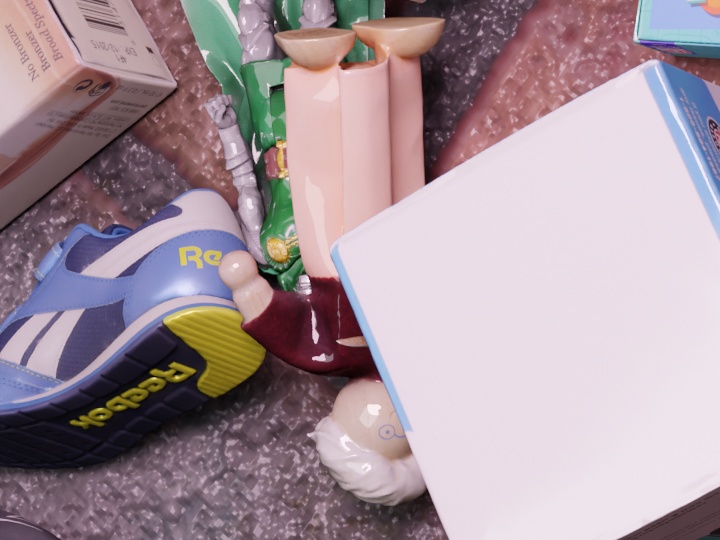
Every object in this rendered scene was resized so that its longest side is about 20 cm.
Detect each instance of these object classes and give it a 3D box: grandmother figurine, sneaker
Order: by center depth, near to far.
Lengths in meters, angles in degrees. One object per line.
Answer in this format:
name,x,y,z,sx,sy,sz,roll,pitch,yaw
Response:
grandmother figurine,0.000,0.000,1.251,0.121,0.061,0.201,-8,101,-12
sneaker,-0.118,0.030,1.327,0.199,0.074,0.083,-25,56,35

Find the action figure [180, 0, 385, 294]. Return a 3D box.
action figure,-0.027,-0.071,1.300,0.118,0.055,0.201,-9,85,24

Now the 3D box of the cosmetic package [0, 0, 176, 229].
cosmetic package,-0.196,-0.070,1.368,0.200,0.087,0.104,-38,71,20

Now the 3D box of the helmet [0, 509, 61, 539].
helmet,-0.188,0.199,1.295,0.199,0.200,0.192,11,108,28

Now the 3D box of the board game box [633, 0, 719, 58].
board game box,0.213,-0.155,1.180,0.199,0.045,0.153,7,89,29

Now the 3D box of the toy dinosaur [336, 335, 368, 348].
toy dinosaur,0.061,0.075,1.202,0.060,0.106,0.201,-29,109,8

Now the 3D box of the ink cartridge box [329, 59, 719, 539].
ink cartridge box,0.115,0.031,1.129,0.146,0.200,0.147,-30,73,21

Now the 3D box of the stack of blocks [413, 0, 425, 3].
stack of blocks,0.069,-0.194,1.207,0.200,0.058,0.116,-38,68,23
